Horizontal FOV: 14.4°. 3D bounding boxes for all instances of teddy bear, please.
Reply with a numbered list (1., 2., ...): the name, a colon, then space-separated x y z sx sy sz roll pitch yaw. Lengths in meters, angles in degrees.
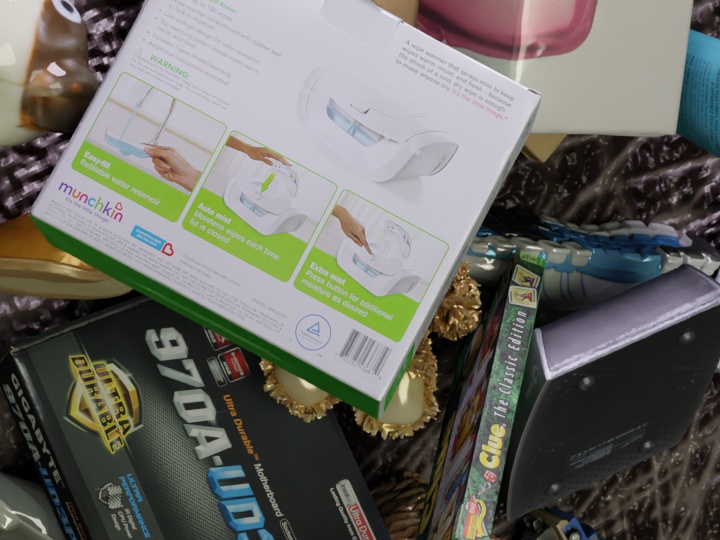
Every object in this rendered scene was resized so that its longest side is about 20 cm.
1. teddy bear: 0.000 0.000 1.562 0.144 0.067 0.201 -4 65 -14

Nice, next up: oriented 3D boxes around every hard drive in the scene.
1. hard drive: 0.140 0.070 1.645 0.134 0.042 0.200 -23 156 -15

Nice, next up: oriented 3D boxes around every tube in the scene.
1. tube: 0.187 -0.099 1.561 0.050 0.200 0.078 -18 115 -19

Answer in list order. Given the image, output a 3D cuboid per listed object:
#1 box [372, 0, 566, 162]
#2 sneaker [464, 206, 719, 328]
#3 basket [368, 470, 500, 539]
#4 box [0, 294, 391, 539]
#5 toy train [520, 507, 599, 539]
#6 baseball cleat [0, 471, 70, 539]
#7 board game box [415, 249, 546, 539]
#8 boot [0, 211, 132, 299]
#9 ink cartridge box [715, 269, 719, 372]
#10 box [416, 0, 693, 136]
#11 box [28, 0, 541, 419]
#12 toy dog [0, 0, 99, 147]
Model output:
1. box: 0.088 -0.182 1.613 0.200 0.021 0.164 41 86 -31
2. sneaker: 0.119 0.015 1.666 0.199 0.075 0.087 7 108 -28
3. basket: 0.031 0.244 1.648 0.142 0.149 0.201 -26 117 -17
4. box: -0.086 0.110 1.542 0.158 0.046 0.201 -20 80 -25
5. toy train: 0.152 0.218 1.765 0.046 0.034 0.201 -42 122 -18
6. baseball cleat: -0.138 0.142 1.587 0.200 0.070 0.107 36 61 -23
7. board game box: 0.061 0.095 1.560 0.023 0.201 0.105 18 140 -4
8. boot: -0.126 -0.061 1.521 0.200 0.071 0.145 -1 78 5
9. ink cartridge box: 0.298 -0.008 1.718 0.144 0.084 0.201 22 94 -49
10. box: 0.108 -0.183 1.536 0.108 0.128 0.201 -1 107 -24
11. box: -0.036 -0.052 1.435 0.199 0.097 0.177 27 82 4
12. toy dog: -0.228 -0.087 1.421 0.199 0.139 0.195 -26 116 -19
